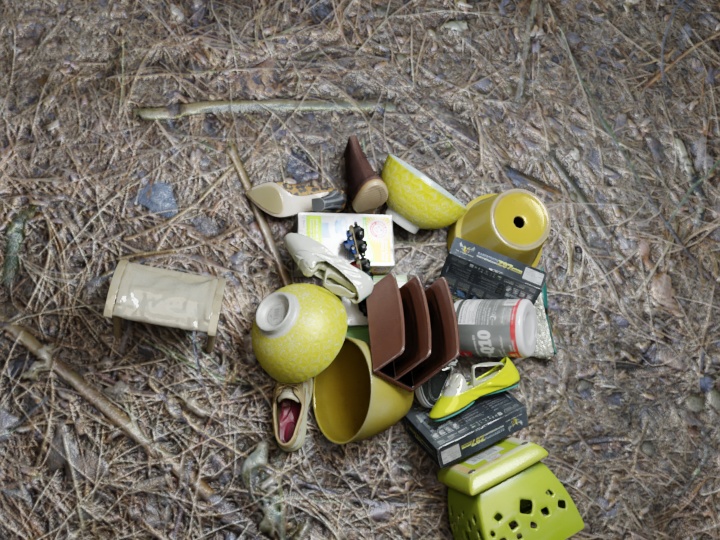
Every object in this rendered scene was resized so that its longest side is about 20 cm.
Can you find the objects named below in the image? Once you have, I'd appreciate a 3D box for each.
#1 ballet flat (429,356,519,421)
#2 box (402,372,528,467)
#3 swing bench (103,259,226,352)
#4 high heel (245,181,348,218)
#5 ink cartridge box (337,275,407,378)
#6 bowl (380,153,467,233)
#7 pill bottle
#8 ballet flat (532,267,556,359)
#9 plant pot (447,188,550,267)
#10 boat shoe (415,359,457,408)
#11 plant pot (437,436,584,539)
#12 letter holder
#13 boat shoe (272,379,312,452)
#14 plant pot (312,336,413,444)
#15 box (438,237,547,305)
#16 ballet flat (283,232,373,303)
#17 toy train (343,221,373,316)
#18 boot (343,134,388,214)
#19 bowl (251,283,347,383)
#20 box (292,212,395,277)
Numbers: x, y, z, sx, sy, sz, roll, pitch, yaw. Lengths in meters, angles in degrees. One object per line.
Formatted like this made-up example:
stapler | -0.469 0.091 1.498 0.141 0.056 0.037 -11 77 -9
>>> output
ballet flat | 0.212 0.221 1.637 0.199 0.067 0.068 -21 98 -15
box | 0.202 0.288 1.666 0.199 0.158 0.051 -22 116 -16
swing bench | -0.359 0.062 1.597 0.197 0.200 0.131 11 73 -8
high heel | -0.129 -0.151 1.790 0.198 0.142 0.072 10 103 23
ink cartridge box | 0.030 0.113 1.743 0.144 0.048 0.202 -1 73 -12
bowl | 0.113 -0.142 1.773 0.199 0.200 0.108 34 100 -1
pill bottle | 0.243 0.115 1.704 0.198 0.114 0.115 -2 71 29
ballet flat | 0.370 0.090 1.808 0.071 0.072 0.202 -2 74 -12
plant pot | 0.299 -0.077 1.773 0.199 0.189 0.203 3 75 -10
boat shoe | 0.153 0.167 1.646 0.073 0.068 0.201 13 83 -35
plant pot | 0.267 0.425 1.607 0.199 0.199 0.183 -23 93 -16
letter holder | 0.097 0.096 1.589 0.100 0.142 0.201 30 35 -31
boat shoe | -0.133 0.247 1.655 0.073 0.066 0.202 -4 75 7
plant pot | 0.018 0.232 1.649 0.141 0.199 0.202 7 72 -36
box | 0.260 0.028 1.734 0.199 0.158 0.051 22 54 7
ballet flat | -0.068 -0.003 1.627 0.199 0.069 0.070 31 71 1
toy train | 0.000 0.000 1.676 0.045 0.034 0.202 -9 113 5
boot | -0.002 -0.200 1.741 0.072 0.200 0.168 -13 75 -9
bowl | -0.136 0.100 1.619 0.199 0.108 0.202 -17 53 24
box | -0.036 -0.050 1.744 0.198 0.101 0.114 1 75 -11
